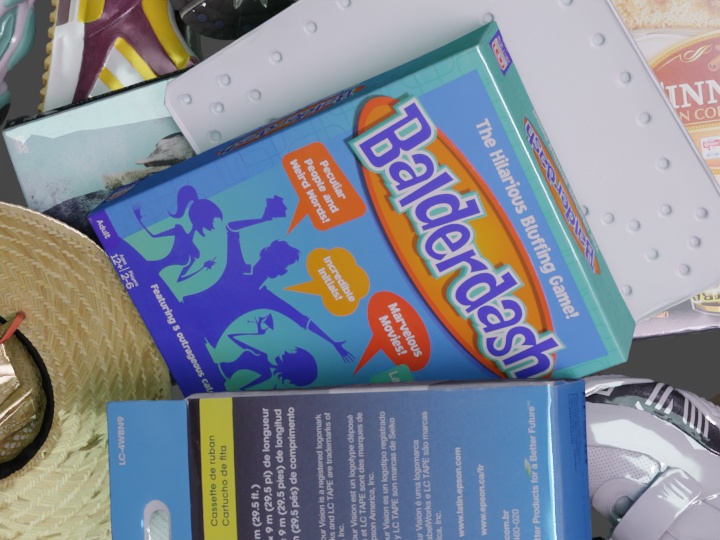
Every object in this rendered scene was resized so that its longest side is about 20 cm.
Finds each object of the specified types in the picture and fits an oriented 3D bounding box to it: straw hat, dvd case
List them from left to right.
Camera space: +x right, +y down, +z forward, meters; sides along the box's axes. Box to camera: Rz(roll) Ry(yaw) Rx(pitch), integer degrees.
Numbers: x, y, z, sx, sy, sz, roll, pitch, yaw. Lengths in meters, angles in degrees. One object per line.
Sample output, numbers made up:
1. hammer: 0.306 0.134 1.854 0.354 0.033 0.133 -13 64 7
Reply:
1. straw hat: -0.193 0.054 0.776 0.200 0.085 0.202 -1 95 -17
2. dvd case: -0.055 -0.031 0.795 0.199 0.022 0.147 -17 101 -2

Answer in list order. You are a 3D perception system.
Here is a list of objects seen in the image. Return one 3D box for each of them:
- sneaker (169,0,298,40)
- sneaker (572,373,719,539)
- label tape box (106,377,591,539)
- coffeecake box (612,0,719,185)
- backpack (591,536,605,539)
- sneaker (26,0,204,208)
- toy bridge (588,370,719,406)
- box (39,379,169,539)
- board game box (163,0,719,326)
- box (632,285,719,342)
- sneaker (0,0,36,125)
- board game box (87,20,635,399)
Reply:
1. sneaker: 0.001 -0.163 0.816 0.199 0.086 0.078 3 126 -12
2. sneaker: 0.146 0.123 0.704 0.199 0.075 0.115 20 51 2
3. label tape box: -0.004 0.120 0.697 0.199 0.066 0.144 -4 87 21
4. coffeecake box: 0.173 -0.127 0.776 0.153 0.073 0.201 -7 84 14
5. backpack: 0.084 0.243 0.763 0.175 0.153 0.201 -4 60 -1
6. sneaker: -0.113 -0.070 0.836 0.090 0.075 0.201 3 87 7
7. toy bridge: 0.159 0.088 0.817 0.067 0.027 0.200 -35 103 10
8. box: -0.130 0.105 0.841 0.200 0.039 0.041 40 87 4
9. board game box: 0.043 -0.047 0.741 0.200 0.026 0.200 -28 102 24
10. box: 0.100 -0.038 0.844 0.199 0.046 0.160 -8 86 0
11. sneaker: -0.240 -0.135 0.850 0.140 0.078 0.200 27 83 8
12. board game box: 0.000 0.000 0.732 0.199 0.045 0.152 -22 104 22
